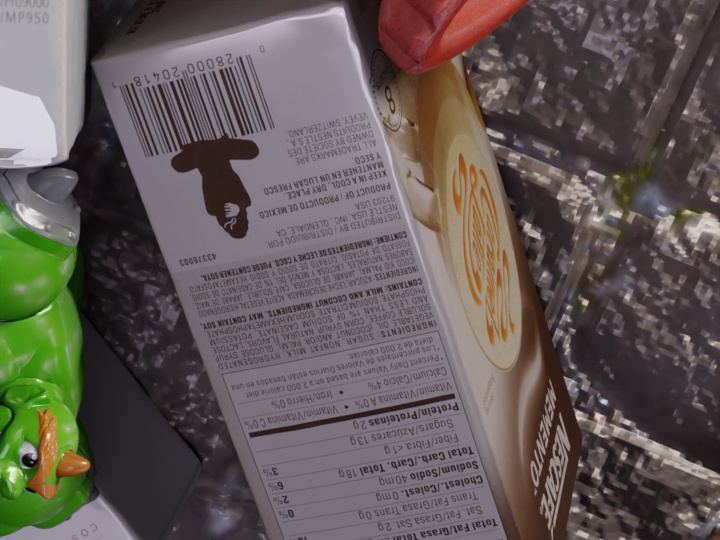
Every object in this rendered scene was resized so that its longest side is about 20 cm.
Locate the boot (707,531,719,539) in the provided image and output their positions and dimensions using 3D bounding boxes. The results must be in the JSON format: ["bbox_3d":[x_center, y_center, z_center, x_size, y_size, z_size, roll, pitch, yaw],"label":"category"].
[{"bbox_3d":[0.183,0.135,0.666,0.166,0.200,0.073,-19,140,-6],"label":"boot"}]

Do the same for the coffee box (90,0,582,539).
[{"bbox_3d":[0.000,0.000,0.702,0.079,0.114,0.201,-12,114,17],"label":"coffee box"}]

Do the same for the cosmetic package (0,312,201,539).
[{"bbox_3d":[-0.155,0.029,0.771,0.101,0.074,0.200,-32,104,22],"label":"cosmetic package"}]

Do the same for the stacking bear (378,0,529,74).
[{"bbox_3d":[-0.010,-0.168,0.619,0.200,0.114,0.122,42,120,9],"label":"stacking bear"}]

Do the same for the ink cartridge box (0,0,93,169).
[{"bbox_3d":[-0.092,-0.133,0.609,0.047,0.160,0.201,3,98,-4],"label":"ink cartridge box"}]

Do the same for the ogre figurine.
[{"bbox_3d":[-0.137,0.025,0.672,0.119,0.098,0.201,-5,117,-8],"label":"ogre figurine"}]
